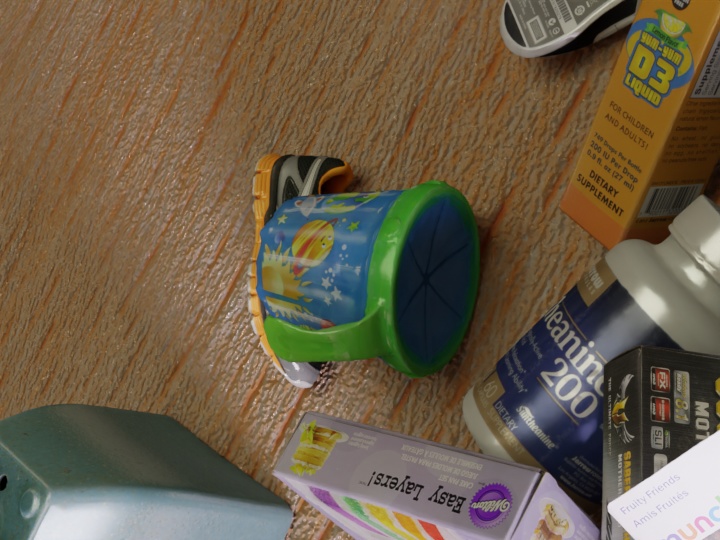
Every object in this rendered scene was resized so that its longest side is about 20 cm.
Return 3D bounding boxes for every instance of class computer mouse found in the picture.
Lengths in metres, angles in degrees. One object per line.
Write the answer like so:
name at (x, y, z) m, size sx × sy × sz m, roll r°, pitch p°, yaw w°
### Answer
computer mouse at (0.194, -0.216, 0.898) m, size 0.200 × 0.044 × 0.110 m, roll -28°, pitch 61°, yaw 23°

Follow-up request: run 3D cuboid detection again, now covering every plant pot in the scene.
plant pot at (-0.214, 0.215, 0.956) m, size 0.196 × 0.200 × 0.197 m, roll 26°, pitch 90°, yaw 43°

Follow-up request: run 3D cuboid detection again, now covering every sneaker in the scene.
sneaker at (-0.043, -0.006, 0.991) m, size 0.077 × 0.078 × 0.200 m, roll -8°, pitch 74°, yaw 16°

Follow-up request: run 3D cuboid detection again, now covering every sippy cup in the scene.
sippy cup at (0.000, 0.000, 0.890) m, size 0.130 × 0.178 × 0.140 m, roll 8°, pitch 88°, yaw 30°

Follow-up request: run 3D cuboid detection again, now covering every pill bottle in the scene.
pill bottle at (0.167, 0.052, 0.758) m, size 0.200 × 0.111 × 0.111 m, roll -47°, pitch 49°, yaw 16°

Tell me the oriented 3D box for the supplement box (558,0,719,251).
supplement box at (0.198, -0.110, 0.778) m, size 0.067 × 0.069 × 0.200 m, roll 48°, pitch 130°, yaw 42°

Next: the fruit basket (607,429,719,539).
fruit basket at (0.244, 0.132, 0.550) m, size 0.185 × 0.200 × 0.094 m, roll -39°, pitch 14°, yaw 24°

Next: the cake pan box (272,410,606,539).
cake pan box at (0.072, 0.164, 0.738) m, size 0.184 × 0.200 × 0.052 m, roll 11°, pitch 63°, yaw 44°

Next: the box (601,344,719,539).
box at (0.208, 0.150, 0.655) m, size 0.048 × 0.158 × 0.200 m, roll 132°, pitch 146°, yaw -67°
